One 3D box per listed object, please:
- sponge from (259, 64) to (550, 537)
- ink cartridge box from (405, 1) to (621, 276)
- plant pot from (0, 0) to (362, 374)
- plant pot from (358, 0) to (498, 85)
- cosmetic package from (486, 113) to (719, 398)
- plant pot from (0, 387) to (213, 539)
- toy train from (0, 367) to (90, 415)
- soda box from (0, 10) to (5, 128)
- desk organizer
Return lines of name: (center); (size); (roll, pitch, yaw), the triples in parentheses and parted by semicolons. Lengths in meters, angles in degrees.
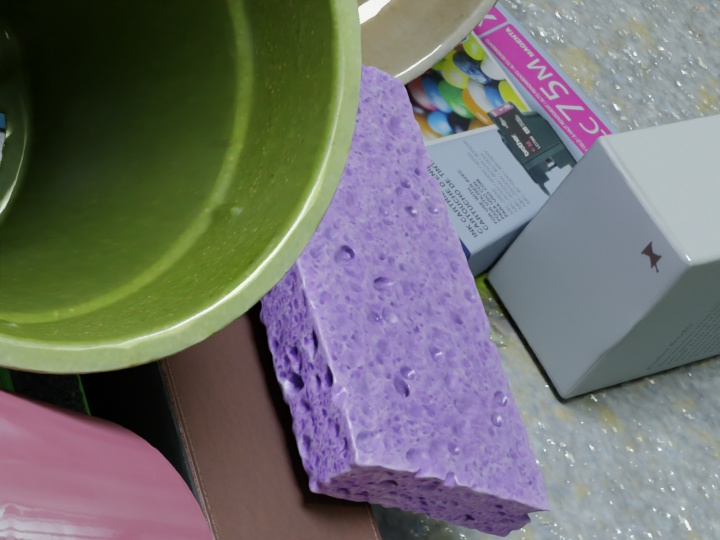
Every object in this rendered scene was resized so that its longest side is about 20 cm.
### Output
sponge: (0.000, 0.000, 0.852); (0.111, 0.030, 0.201); (17, 46, -47)
ink cartridge box: (0.025, -0.054, 0.998); (0.119, 0.042, 0.200); (48, 44, 11)
plant pot: (-0.131, -0.062, 0.742); (0.199, 0.190, 0.202); (3, 83, -30)
plant pot: (-0.049, -0.195, 0.950); (0.199, 0.202, 0.183); (-6, 32, -38)
cosmetic package: (0.165, -0.016, 1.015); (0.199, 0.102, 0.072); (-12, 61, -42)
plant pot: (-0.141, 0.105, 0.644); (0.178, 0.200, 0.201); (4, 50, -52)
toy train: (-0.093, 0.113, 0.756); (0.041, 0.056, 0.201); (1, 54, -34)
soda box: (-0.201, -0.113, 0.867); (0.199, 0.068, 0.065); (11, 50, -27)
desk organizer: (-0.061, 0.047, 0.825); (0.077, 0.072, 0.201); (6, 53, -38)
